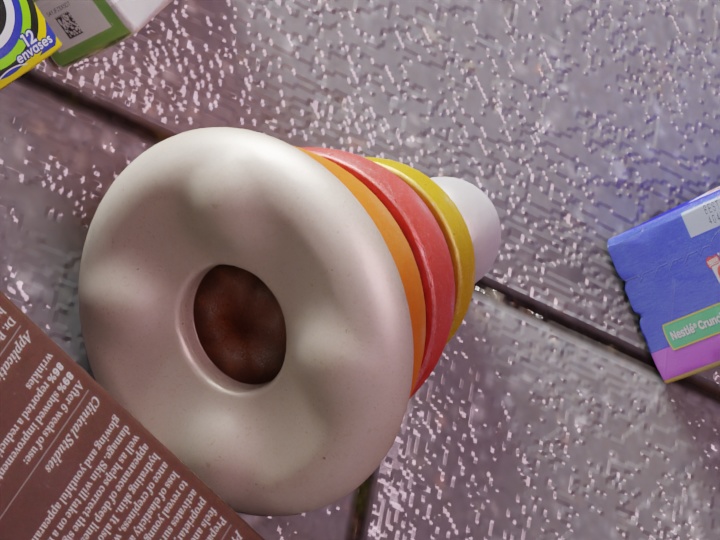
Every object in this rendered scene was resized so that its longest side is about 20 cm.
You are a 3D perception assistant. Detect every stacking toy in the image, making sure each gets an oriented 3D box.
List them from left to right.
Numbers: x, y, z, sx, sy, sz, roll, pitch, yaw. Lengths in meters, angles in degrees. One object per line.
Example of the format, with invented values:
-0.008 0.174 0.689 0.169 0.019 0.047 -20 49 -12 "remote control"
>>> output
0.000 0.000 1.027 0.200 0.146 0.147 -24 93 -54 "stacking toy"

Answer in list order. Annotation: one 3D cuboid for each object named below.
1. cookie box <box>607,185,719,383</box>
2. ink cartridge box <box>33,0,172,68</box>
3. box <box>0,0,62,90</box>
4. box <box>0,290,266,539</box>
0.238 -0.033 1.173 0.200 0.171 0.075 -22 89 -38 "cookie box"
-0.127 -0.190 1.005 0.200 0.059 0.104 54 53 -13 "ink cartridge box"
-0.201 -0.047 0.905 0.200 0.070 0.064 -41 101 -37 "box"
-0.116 0.097 0.932 0.200 0.075 0.100 45 55 -17 "box"
